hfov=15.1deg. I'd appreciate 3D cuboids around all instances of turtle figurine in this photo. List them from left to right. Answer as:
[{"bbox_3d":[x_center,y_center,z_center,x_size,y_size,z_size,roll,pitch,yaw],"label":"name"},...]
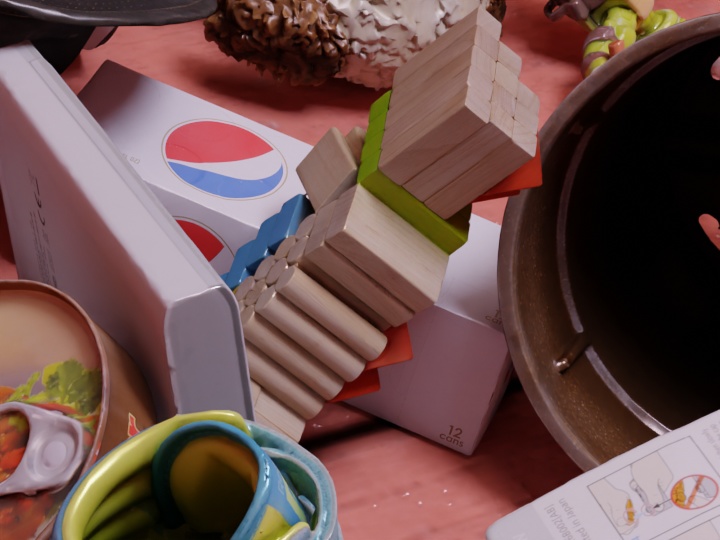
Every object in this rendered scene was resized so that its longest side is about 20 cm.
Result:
[{"bbox_3d":[0.112,-0.153,1.274,0.161,0.064,0.201,51,42,-28],"label":"turtle figurine"}]

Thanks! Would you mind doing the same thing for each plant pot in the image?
[{"bbox_3d":[0.171,-0.019,1.053,0.199,0.201,0.198,24,21,8],"label":"plant pot"}]

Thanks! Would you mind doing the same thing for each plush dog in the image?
[{"bbox_3d":[-0.006,-0.163,1.221,0.199,0.160,0.173,-14,70,-36],"label":"plush dog"}]

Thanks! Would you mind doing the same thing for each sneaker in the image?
[{"bbox_3d":[-0.010,0.096,0.791,0.199,0.131,0.080,-8,43,-33],"label":"sneaker"}]

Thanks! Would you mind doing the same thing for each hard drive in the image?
[{"bbox_3d":[-0.080,0.020,0.908,0.026,0.133,0.200,-17,32,-17],"label":"hard drive"}]

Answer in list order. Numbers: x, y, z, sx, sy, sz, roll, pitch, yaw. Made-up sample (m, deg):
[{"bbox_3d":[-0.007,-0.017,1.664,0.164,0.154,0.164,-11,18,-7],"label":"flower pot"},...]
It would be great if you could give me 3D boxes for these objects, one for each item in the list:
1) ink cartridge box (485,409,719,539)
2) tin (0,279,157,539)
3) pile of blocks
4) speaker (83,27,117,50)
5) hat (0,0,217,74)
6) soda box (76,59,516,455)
[{"bbox_3d":[0.158,0.096,0.810,0.199,0.050,0.162,-26,38,-5],"label":"ink cartridge box"},{"bbox_3d":[-0.149,0.059,0.852,0.199,0.042,0.113,0,66,36],"label":"tin"},{"bbox_3d":[0.000,0.000,0.986,0.062,0.200,0.082,38,13,-23],"label":"pile of blocks"},{"bbox_3d":[-0.195,-0.148,1.129,0.199,0.081,0.081,9,36,-28],"label":"speaker"},{"bbox_3d":[-0.148,-0.114,1.038,0.199,0.081,0.201,23,23,-11],"label":"hat"},{"bbox_3d":[-0.030,-0.007,1.059,0.199,0.064,0.068,23,36,7],"label":"soda box"}]
